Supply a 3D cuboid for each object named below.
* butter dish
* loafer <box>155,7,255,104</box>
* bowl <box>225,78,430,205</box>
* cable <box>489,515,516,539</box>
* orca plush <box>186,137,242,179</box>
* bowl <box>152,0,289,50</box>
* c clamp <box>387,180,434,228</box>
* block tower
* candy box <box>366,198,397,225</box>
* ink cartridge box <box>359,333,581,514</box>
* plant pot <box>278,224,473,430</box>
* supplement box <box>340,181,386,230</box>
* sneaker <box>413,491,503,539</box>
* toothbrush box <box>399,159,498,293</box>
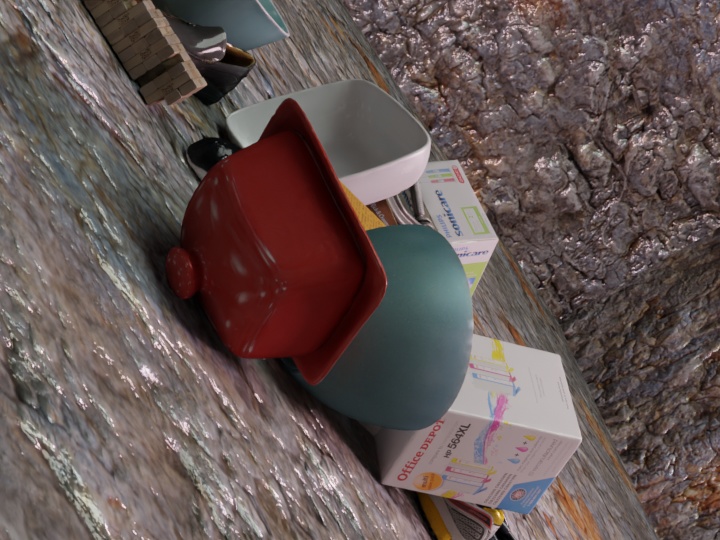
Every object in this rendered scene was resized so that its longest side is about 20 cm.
[{"bbox_3d":[-0.095,-0.011,1.379,0.201,0.147,0.200,64,-33,20],"label":"butter dish"},{"bbox_3d":[-0.182,-0.250,1.804,0.073,0.072,0.200,63,11,17],"label":"loafer"},{"bbox_3d":[-0.035,-0.130,1.853,0.200,0.199,0.075,47,-31,49],"label":"bowl"},{"bbox_3d":[0.153,0.310,1.941,0.163,0.051,0.200,55,7,-52],"label":"cable"},{"bbox_3d":[-0.103,-0.083,1.713,0.200,0.071,0.105,53,12,-35],"label":"orca plush"},{"bbox_3d":[-0.182,-0.327,1.908,0.201,0.105,0.201,54,8,-11],"label":"bowl"},{"bbox_3d":[0.057,-0.117,2.002,0.171,0.027,0.201,48,29,-45],"label":"c clamp"},{"bbox_3d":[-0.232,-0.256,1.627,0.200,0.054,0.058,58,9,-5],"label":"block tower"},{"bbox_3d":[0.000,0.000,1.828,0.057,0.116,0.200,76,-6,-51],"label":"candy box"},{"bbox_3d":[0.104,0.151,1.691,0.199,0.129,0.126,13,39,-20],"label":"ink cartridge box"},{"bbox_3d":[-0.005,0.053,1.559,0.134,0.200,0.201,2,48,-33],"label":"plant pot"},{"bbox_3d":[-0.015,-0.032,1.688,0.200,0.066,0.069,44,29,-25],"label":"supplement box"},{"bbox_3d":[0.090,0.211,1.789,0.201,0.082,0.078,61,10,14],"label":"sneaker"},{"bbox_3d":[0.090,-0.024,2.156,0.200,0.086,0.146,109,-34,-46],"label":"toothbrush box"}]
